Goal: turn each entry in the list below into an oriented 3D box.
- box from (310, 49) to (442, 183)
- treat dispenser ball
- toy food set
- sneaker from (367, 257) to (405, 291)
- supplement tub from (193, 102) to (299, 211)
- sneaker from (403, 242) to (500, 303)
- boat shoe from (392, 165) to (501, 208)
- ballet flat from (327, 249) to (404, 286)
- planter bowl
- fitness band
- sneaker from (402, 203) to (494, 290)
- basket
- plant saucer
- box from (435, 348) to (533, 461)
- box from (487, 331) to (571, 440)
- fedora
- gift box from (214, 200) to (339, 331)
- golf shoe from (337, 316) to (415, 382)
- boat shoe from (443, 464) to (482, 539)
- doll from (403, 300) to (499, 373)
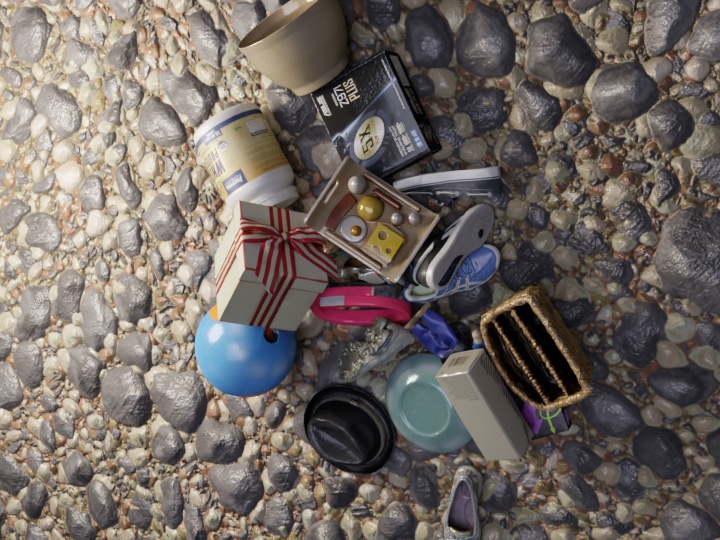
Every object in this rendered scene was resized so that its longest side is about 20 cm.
[{"bbox_3d":[0.029,-0.273,1.533,0.163,0.086,0.201,-24,91,24],"label":"box"},{"bbox_3d":[-0.224,0.148,1.648,0.199,0.201,0.203,4,102,20],"label":"treat dispenser ball"},{"bbox_3d":[0.020,-0.089,1.471,0.199,0.060,0.144,34,89,9],"label":"toy food set"},{"bbox_3d":[0.047,-0.063,1.542,0.108,0.067,0.202,-44,56,10],"label":"sneaker"},{"bbox_3d":[-0.215,-0.202,1.609,0.144,0.144,0.201,-29,89,23],"label":"supplement tub"},{"bbox_3d":[0.167,0.014,1.540,0.199,0.077,0.076,-29,87,22],"label":"sneaker"},{"bbox_3d":[0.157,-0.146,1.521,0.198,0.072,0.068,-5,97,14],"label":"boat shoe"},{"bbox_3d":[0.000,0.000,1.604,0.198,0.071,0.070,4,109,21],"label":"ballet flat"},{"bbox_3d":[-0.103,-0.405,1.518,0.199,0.201,0.135,-23,119,23],"label":"planter bowl"},{"bbox_3d":[-0.001,0.069,1.584,0.198,0.144,0.038,-1,70,22],"label":"fitness band"},{"bbox_3d":[0.146,-0.055,1.507,0.111,0.200,0.073,14,143,45],"label":"sneaker"},{"bbox_3d":[0.293,0.142,1.442,0.142,0.149,0.201,-33,89,19],"label":"basket"},{"bbox_3d":[0.129,0.262,1.609,0.200,0.039,0.203,7,105,27],"label":"plant saucer"},{"bbox_3d":[0.222,0.241,1.489,0.082,0.068,0.201,-14,114,43],"label":"box"},{"bbox_3d":[0.287,0.218,1.554,0.142,0.036,0.201,-22,90,23],"label":"box"},{"bbox_3d":[-0.036,0.330,1.668,0.199,0.092,0.202,4,102,21],"label":"fedora"},{"bbox_3d":[-0.156,-0.001,1.537,0.187,0.183,0.201,-57,38,42],"label":"gift box"},{"bbox_3d":[0.029,0.166,1.624,0.200,0.097,0.079,-42,43,45],"label":"golf shoe"},{"bbox_3d":[0.196,0.480,1.622,0.074,0.065,0.204,11,104,19],"label":"boat shoe"},{"bbox_3d":[0.177,0.145,1.531,0.200,0.048,0.137,43,130,4],"label":"doll"}]
